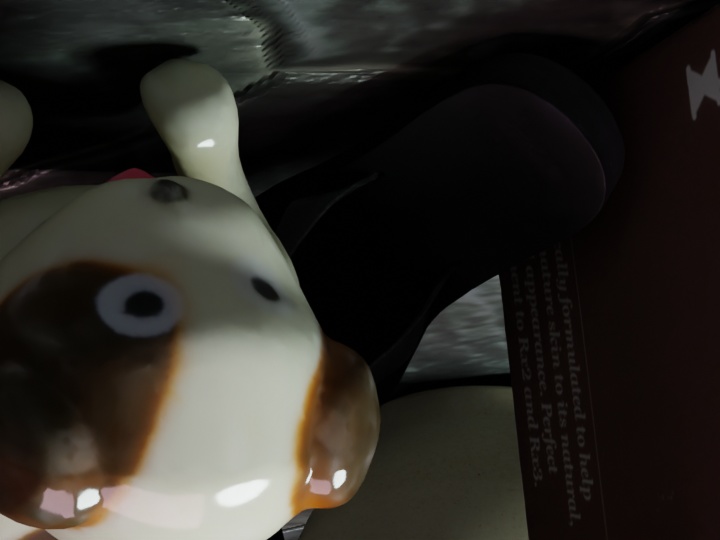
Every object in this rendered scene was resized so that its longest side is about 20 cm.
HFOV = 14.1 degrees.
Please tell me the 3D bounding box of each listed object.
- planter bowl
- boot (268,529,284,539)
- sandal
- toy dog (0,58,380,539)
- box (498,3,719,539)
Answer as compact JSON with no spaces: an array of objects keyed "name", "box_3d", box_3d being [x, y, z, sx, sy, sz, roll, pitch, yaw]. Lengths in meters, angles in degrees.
[{"name":"planter bowl","box_3d":[0.058,0.132,1.323,0.200,0.135,0.200,2,158,1]},{"name":"boot","box_3d":[-0.120,0.078,0.988,0.200,0.168,0.076,-4,167,-8]},{"name":"sandal","box_3d":[0.000,-0.001,0.900,0.076,0.043,0.200,40,136,-7]},{"name":"toy dog","box_3d":[-0.082,0.034,0.809,0.139,0.194,0.200,10,169,-23]},{"name":"box","box_3d":[0.169,0.019,0.896,0.200,0.166,0.164,1,165,-26]}]
